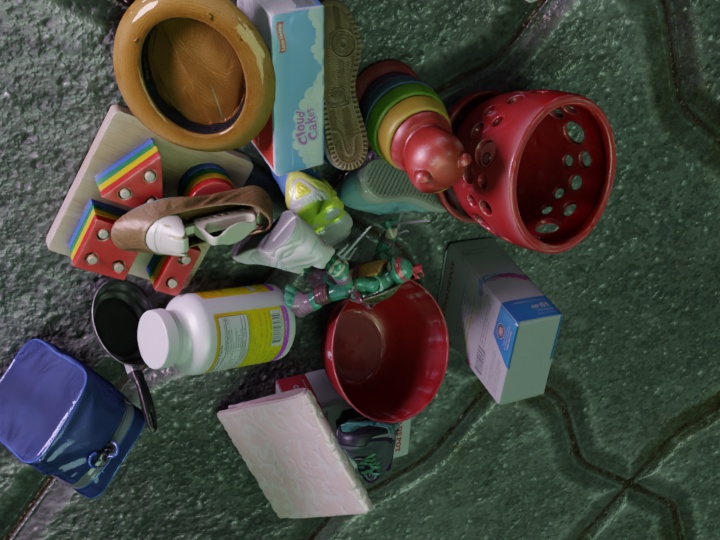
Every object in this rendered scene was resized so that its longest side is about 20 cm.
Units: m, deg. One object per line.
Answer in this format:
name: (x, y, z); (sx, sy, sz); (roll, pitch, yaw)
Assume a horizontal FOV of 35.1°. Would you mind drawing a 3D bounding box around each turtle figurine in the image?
turtle figurine: (0.000, 0.000, 1.480); (0.198, 0.102, 0.149); (-20, -175, 33)

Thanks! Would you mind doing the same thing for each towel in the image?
towel: (-0.093, 0.265, 1.625); (0.032, 0.189, 0.202); (-44, 112, -44)

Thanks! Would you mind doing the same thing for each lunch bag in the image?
lunch bag: (-0.364, 0.191, 1.438); (0.137, 0.199, 0.132); (-56, 134, -10)

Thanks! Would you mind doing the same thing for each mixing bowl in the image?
mixing bowl: (0.017, 0.109, 1.613); (0.197, 0.108, 0.204); (1, 88, -33)

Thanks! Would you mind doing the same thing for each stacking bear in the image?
stacking bear: (0.066, -0.166, 1.401); (0.119, 0.201, 0.115); (-18, 130, -13)

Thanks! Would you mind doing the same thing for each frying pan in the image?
frying pan: (-0.284, 0.102, 1.458); (0.031, 0.115, 0.192); (-22, 98, 33)

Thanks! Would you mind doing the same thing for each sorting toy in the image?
sorting toy: (-0.251, -0.071, 1.395); (0.198, 0.070, 0.200); (18, 113, -35)

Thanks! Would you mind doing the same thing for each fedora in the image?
fedora: (-0.180, -0.234, 1.284); (0.196, 0.082, 0.204); (5, 125, 7)

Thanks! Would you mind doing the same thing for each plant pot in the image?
plant pot: (0.205, -0.141, 1.483); (0.198, 0.181, 0.204); (-14, 113, -34)

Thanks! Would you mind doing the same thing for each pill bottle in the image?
pill bottle: (-0.187, 0.078, 1.482); (0.198, 0.104, 0.106); (-6, 128, -42)

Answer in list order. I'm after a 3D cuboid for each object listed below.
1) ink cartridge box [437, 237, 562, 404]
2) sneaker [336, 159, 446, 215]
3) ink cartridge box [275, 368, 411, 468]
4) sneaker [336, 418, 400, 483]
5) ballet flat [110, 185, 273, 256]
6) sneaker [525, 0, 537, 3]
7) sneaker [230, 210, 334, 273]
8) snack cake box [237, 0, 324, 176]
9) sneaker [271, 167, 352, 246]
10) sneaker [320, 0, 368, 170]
ink cartridge box: (0.194, 0.068, 1.640); (0.083, 0.201, 0.147); (-10, 128, -24)
sneaker: (0.049, -0.110, 1.536); (0.198, 0.075, 0.081); (7, 163, -43)
ink cartridge box: (-0.025, 0.222, 1.715); (0.197, 0.083, 0.148); (-12, 128, -19)
sneaker: (0.017, 0.255, 1.583); (0.200, 0.073, 0.089); (12, 80, -73)
ballet flat: (-0.192, -0.050, 1.345); (0.197, 0.073, 0.069); (-11, 127, -20)
sneaker: (0.158, -0.382, 1.350); (0.197, 0.113, 0.072); (12, 118, -33)
sneaker: (-0.101, -0.027, 1.422); (0.080, 0.199, 0.071); (32, 79, -25)
snack cake box: (-0.092, -0.230, 1.328); (0.066, 0.115, 0.203); (-15, 129, -22)
sneaker: (-0.065, -0.098, 1.475); (0.075, 0.106, 0.200); (-24, 161, -2)
sneaker: (-0.042, -0.224, 1.402); (0.069, 0.108, 0.204); (-9, 97, -18)
